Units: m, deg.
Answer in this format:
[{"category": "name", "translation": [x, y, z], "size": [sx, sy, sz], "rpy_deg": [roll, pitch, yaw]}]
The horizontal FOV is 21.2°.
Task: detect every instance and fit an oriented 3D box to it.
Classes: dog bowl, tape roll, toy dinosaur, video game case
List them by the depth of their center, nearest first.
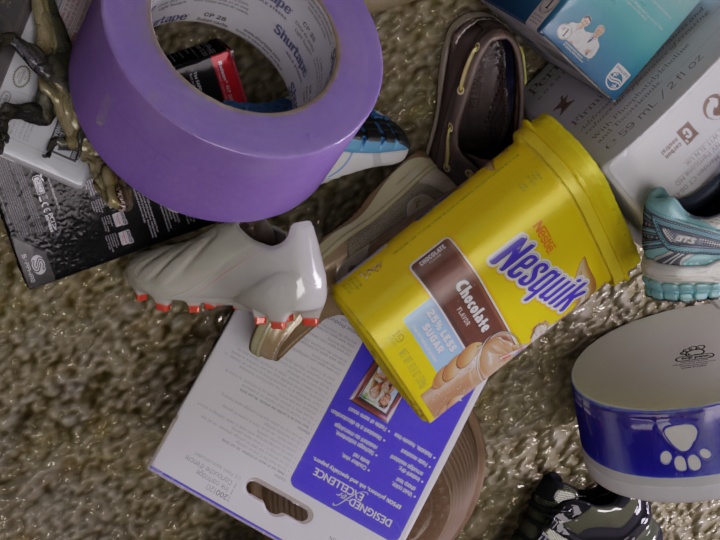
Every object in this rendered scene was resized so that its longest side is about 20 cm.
[{"category": "tape roll", "translation": [-0.091, -0.139, 1.299], "size": [0.198, 0.201, 0.085], "rpy_deg": [12, 147, -19]}, {"category": "toy dinosaur", "translation": [-0.216, -0.129, 1.316], "size": [0.088, 0.047, 0.202], "rpy_deg": [-17, 93, -37]}, {"category": "video game case", "translation": [-0.241, -0.184, 1.343], "size": [0.181, 0.023, 0.202], "rpy_deg": [23, 82, -18]}, {"category": "dog bowl", "translation": [0.268, 0.101, 1.520], "size": [0.198, 0.200, 0.079], "rpy_deg": [-17, 110, -9]}]

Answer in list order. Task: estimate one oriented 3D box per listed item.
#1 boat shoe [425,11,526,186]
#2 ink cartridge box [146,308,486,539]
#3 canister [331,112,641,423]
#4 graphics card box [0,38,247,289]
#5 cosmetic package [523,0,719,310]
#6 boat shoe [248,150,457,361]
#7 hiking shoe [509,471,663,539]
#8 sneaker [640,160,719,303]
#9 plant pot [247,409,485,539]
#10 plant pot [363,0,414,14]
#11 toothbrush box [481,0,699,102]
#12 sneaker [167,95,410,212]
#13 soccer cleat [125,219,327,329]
[{"category": "boat shoe", "translation": [0.091, -0.094, 1.481], "size": [0.071, 0.060, 0.202], "rpy_deg": [0, 108, -16]}, {"category": "ink cartridge box", "translation": [-0.031, 0.113, 1.449], "size": [0.197, 0.043, 0.201], "rpy_deg": [30, 71, -1]}, {"category": "canister", "translation": [0.090, 0.002, 1.387], "size": [0.200, 0.087, 0.149], "rpy_deg": [-38, 139, -4]}, {"category": "graphics card box", "translation": [-0.173, -0.079, 1.418], "size": [0.199, 0.051, 0.126], "rpy_deg": [-21, 113, -9]}, {"category": "cosmetic package", "translation": [0.250, -0.105, 1.446], "size": [0.167, 0.200, 0.166], "rpy_deg": [-44, 114, 2]}, {"category": "boat shoe", "translation": [0.000, 0.000, 1.424], "size": [0.065, 0.072, 0.200], "rpy_deg": [43, 75, 7]}, {"category": "hiking shoe", "translation": [0.151, 0.220, 1.604], "size": [0.199, 0.076, 0.101], "rpy_deg": [-23, 104, -17]}, {"category": "sneaker", "translation": [0.287, -0.041, 1.328], "size": [0.198, 0.078, 0.087], "rpy_deg": [-16, 109, -10]}, {"category": "plant pot", "translation": [0.013, 0.172, 1.531], "size": [0.199, 0.093, 0.203], "rpy_deg": [-5, 110, -14]}, {"category": "plant pot", "translation": [0.054, -0.278, 1.362], "size": [0.199, 0.188, 0.187], "rpy_deg": [-36, 114, 16]}, {"category": "toothbrush box", "translation": [0.197, -0.241, 1.416], "size": [0.085, 0.146, 0.200], "rpy_deg": [38, 94, -24]}, {"category": "sneaker", "translation": [-0.059, -0.077, 1.397], "size": [0.198, 0.075, 0.087], "rpy_deg": [-3, 119, -25]}, {"category": "soccer cleat", "translation": [-0.095, -0.007, 1.374], "size": [0.069, 0.199, 0.078], "rpy_deg": [-5, 99, -44]}]
